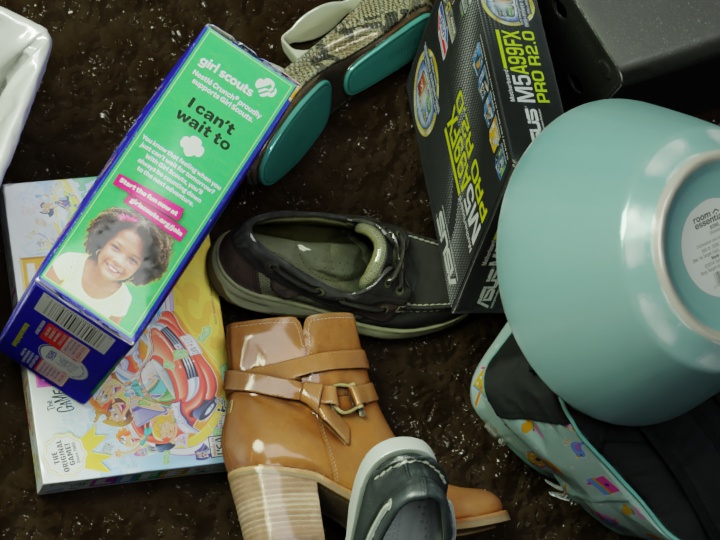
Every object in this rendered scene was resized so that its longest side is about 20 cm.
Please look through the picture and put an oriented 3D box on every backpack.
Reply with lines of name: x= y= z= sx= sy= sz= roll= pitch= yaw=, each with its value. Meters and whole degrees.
backpack: x=0.184 y=0.080 z=1.561 sx=0.200 sy=0.153 sz=0.176 roll=44 pitch=64 yaw=-21

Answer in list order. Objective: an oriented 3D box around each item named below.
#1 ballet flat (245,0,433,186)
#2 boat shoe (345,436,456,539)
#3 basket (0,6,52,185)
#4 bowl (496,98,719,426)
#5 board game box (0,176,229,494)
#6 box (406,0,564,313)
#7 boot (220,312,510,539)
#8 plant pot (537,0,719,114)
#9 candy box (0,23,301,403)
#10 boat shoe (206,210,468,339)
ballet flat: x=-0.032 y=-0.135 z=1.633 sx=0.075 sy=0.068 sz=0.200 roll=35 pitch=61 yaw=21
boat shoe: x=0.018 y=0.203 z=1.478 sx=0.075 sy=0.060 sz=0.202 roll=-6 pitch=120 yaw=-13
basket: x=-0.319 y=-0.078 z=1.481 sx=0.197 sy=0.161 sz=0.201 roll=22 pitch=70 yaw=-7
bowl: x=0.191 y=-0.009 z=1.424 sx=0.199 sy=0.105 sz=0.203 roll=3 pitch=84 yaw=-31
board game box: x=-0.158 y=0.038 z=1.556 sx=0.133 sy=0.034 sz=0.202 roll=-6 pitch=75 yaw=-16
box: x=0.082 y=-0.098 z=1.564 sx=0.044 sy=0.161 sz=0.201 roll=1 pitch=55 yaw=-15
boot: x=0.001 y=0.107 z=1.552 sx=0.198 sy=0.077 sz=0.157 roll=0 pitch=69 yaw=-22
plant pot: x=0.196 y=-0.203 z=1.636 sx=0.177 sy=0.200 sz=0.200 roll=-30 pitch=83 yaw=-18
candy box: x=-0.134 y=-0.033 z=1.473 sx=0.077 sy=0.169 sz=0.201 roll=32 pitch=69 yaw=-6
boat shoe: x=-0.001 y=-0.001 z=1.579 sx=0.199 sy=0.066 sz=0.072 roll=7 pitch=66 yaw=-24
